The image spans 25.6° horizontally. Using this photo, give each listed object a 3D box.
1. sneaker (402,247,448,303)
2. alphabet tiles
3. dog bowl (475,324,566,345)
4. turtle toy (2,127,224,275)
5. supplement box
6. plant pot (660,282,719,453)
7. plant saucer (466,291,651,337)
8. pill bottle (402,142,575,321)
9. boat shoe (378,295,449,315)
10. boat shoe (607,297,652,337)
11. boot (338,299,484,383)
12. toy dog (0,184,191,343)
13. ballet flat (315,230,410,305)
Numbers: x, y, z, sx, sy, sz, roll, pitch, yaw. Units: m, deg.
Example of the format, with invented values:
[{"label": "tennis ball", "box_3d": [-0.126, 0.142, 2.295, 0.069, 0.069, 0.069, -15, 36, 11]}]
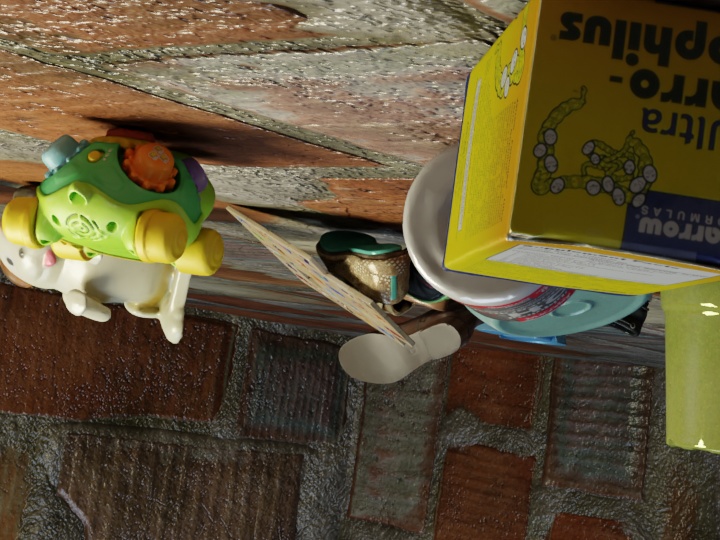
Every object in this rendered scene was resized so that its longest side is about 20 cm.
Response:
[{"label": "sneaker", "box_3d": [0.084, -0.012, 1.593, 0.084, 0.077, 0.200, 35, 164, -24]}, {"label": "alphabet tiles", "box_3d": [-0.034, 0.012, 1.620, 0.200, 0.008, 0.167, 31, 170, 38]}, {"label": "dog bowl", "box_3d": [0.242, 0.080, 2.461, 0.111, 0.050, 0.200, 4, 174, 41]}, {"label": "turtle toy", "box_3d": [-0.174, -0.054, 1.224, 0.146, 0.101, 0.200, 7, 176, 17]}, {"label": "supplement box", "box_3d": [0.110, -0.052, 0.742, 0.109, 0.110, 0.200, 8, 176, -5]}, {"label": "plant pot", "box_3d": [0.397, 0.103, 1.659, 0.200, 0.184, 0.200, 7, 175, 1]}, {"label": "plant saucer", "box_3d": [0.192, 0.021, 1.471, 0.200, 0.036, 0.200, -8, 160, -3]}, {"label": "pill bottle", "box_3d": [0.102, -0.022, 1.103, 0.111, 0.111, 0.200, 7, 175, 15]}, {"label": "boat shoe", "box_3d": [0.035, 0.016, 1.894, 0.076, 0.072, 0.200, 12, 174, -38]}, {"label": "boat shoe", "box_3d": [0.248, 0.042, 1.885, 0.199, 0.066, 0.075, 9, 175, -14]}, {"label": "boot", "box_3d": [0.092, 0.065, 1.935, 0.186, 0.064, 0.200, -13, -167, 33]}, {"label": "toy dog", "box_3d": [-0.284, -0.029, 1.688, 0.200, 0.140, 0.194, 8, -148, -20]}, {"label": "ballet flat", "box_3d": [0.000, 0.000, 1.618, 0.070, 0.065, 0.200, -8, -171, -13]}]
